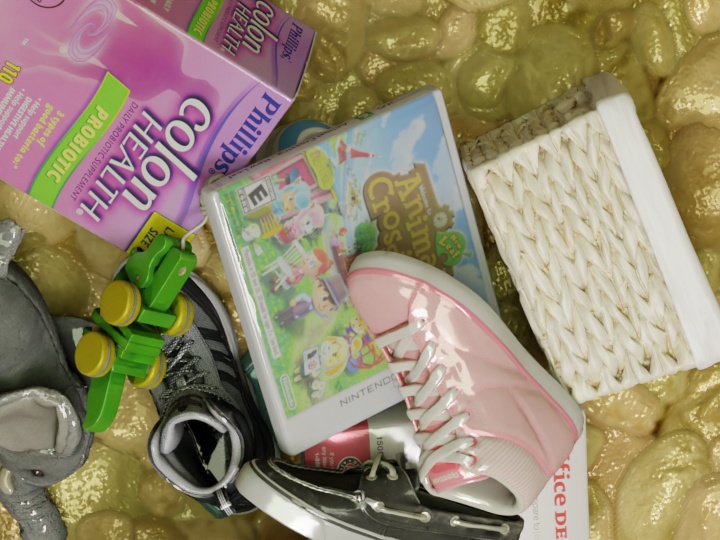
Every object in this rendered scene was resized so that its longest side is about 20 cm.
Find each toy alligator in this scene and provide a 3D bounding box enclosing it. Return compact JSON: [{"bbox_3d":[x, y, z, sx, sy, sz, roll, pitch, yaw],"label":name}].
[{"bbox_3d":[-0.145,0.013,1.655,0.059,0.054,0.200,14,108,-45],"label":"toy alligator"}]

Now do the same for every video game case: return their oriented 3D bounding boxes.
[{"bbox_3d":[0.000,0.000,1.667,0.182,0.022,0.200,-26,115,-22],"label":"video game case"}]

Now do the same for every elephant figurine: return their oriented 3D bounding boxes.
[{"bbox_3d":[-0.230,0.086,1.721,0.200,0.155,0.142,40,69,-16],"label":"elephant figurine"}]

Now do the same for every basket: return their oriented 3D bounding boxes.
[{"bbox_3d":[0.159,-0.019,1.707,0.123,0.136,0.200,-24,100,4],"label":"basket"}]

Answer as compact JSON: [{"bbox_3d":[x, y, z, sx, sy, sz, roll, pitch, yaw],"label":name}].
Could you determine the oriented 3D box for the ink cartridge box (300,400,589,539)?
[{"bbox_3d":[0.060,0.159,1.753,0.200,0.083,0.147,-4,105,-4],"label":"ink cartridge box"}]

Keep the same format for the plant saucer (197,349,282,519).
[{"bbox_3d":[-0.061,0.087,1.776,0.070,0.019,0.200,41,97,-8],"label":"plant saucer"}]

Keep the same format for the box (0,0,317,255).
[{"bbox_3d":[-0.163,-0.127,1.652,0.200,0.097,0.176,31,124,-12],"label":"box"}]

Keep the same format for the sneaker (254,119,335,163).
[{"bbox_3d":[0.007,-0.019,1.720,0.077,0.081,0.200,-46,101,-14],"label":"sneaker"}]

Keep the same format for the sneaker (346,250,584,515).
[{"bbox_3d":[0.056,0.081,1.632,0.200,0.075,0.105,43,56,-17],"label":"sneaker"}]

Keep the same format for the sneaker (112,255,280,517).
[{"bbox_3d":[-0.119,0.078,1.711,0.075,0.114,0.200,-26,88,7],"label":"sneaker"}]

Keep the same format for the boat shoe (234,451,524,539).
[{"bbox_3d":[0.014,0.156,1.674,0.200,0.071,0.064,21,103,-17],"label":"boat shoe"}]
